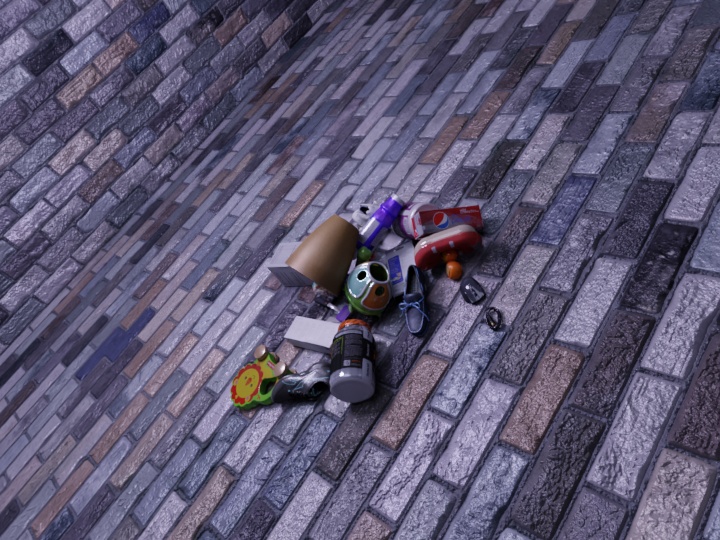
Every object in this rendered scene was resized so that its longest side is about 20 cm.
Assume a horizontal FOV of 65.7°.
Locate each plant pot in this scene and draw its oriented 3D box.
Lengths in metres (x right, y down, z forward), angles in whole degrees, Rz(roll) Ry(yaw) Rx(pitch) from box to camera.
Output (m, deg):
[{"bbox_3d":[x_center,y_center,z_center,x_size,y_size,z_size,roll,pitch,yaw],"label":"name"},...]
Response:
[{"bbox_3d":[-0.093,-0.055,1.640,0.186,0.186,0.201,26,82,49],"label":"plant pot"}]

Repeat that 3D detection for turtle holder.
[{"bbox_3d":[0.033,0.032,1.616,0.132,0.140,0.187,118,173,-45],"label":"turtle holder"}]

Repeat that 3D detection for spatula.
[{"bbox_3d":[-0.090,0.113,1.755,0.057,0.021,0.199,-51,39,-14],"label":"spatula"}]

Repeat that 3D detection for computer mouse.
[{"bbox_3d":[0.312,0.080,1.459,0.058,0.034,0.201,-33,38,4],"label":"computer mouse"}]

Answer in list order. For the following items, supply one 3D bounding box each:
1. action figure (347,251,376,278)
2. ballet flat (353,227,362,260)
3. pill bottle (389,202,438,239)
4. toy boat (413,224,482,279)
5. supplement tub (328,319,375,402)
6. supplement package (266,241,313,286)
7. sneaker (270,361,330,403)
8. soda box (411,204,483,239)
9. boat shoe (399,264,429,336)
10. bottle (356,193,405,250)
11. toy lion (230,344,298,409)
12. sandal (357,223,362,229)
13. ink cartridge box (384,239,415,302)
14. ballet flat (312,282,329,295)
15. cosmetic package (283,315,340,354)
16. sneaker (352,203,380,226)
[{"bbox_3d":[0.000,0.000,1.761,0.198,0.065,0.100,-1,59,38],"label":"action figure"},{"bbox_3d":[0.009,-0.095,1.818,0.069,0.070,0.200,-19,18,22],"label":"ballet flat"},{"bbox_3d":[0.160,-0.154,1.731,0.112,0.112,0.200,-46,20,-11],"label":"pill bottle"},{"bbox_3d":[0.251,-0.038,1.578,0.198,0.130,0.132,-18,71,22],"label":"toy boat"},{"bbox_3d":[-0.019,0.237,1.490,0.121,0.123,0.201,-20,41,21],"label":"supplement tub"},{"bbox_3d":[-0.200,-0.023,1.909,0.198,0.110,0.115,-2,50,37],"label":"supplement package"},{"bbox_3d":[-0.164,0.325,1.555,0.199,0.076,0.080,-30,40,11],"label":"sneaker"},{"bbox_3d":[0.251,-0.140,1.613,0.198,0.071,0.063,-7,-11,-18],"label":"soda box"},{"bbox_3d":[0.141,0.080,1.537,0.083,0.069,0.202,-17,59,19],"label":"boat shoe"},{"bbox_3d":[0.056,-0.141,1.696,0.201,0.065,0.083,-52,-7,9],"label":"bottle"},{"bbox_3d":[-0.304,0.337,1.673,0.199,0.069,0.193,25,75,49],"label":"toy lion"},{"bbox_3d":[0.070,-0.176,1.895,0.198,0.055,0.082,3,53,40],"label":"sandal"},{"bbox_3d":[0.134,-0.001,1.680,0.099,0.039,0.201,-24,41,16],"label":"ink cartridge box"},{"bbox_3d":[-0.081,-0.008,1.750,0.063,0.076,0.202,29,95,19],"label":"ballet flat"},{"bbox_3d":[-0.133,0.195,1.682,0.198,0.051,0.083,6,57,42],"label":"cosmetic package"},{"bbox_3d":[0.020,-0.191,1.833,0.199,0.086,0.075,4,71,63],"label":"sneaker"}]
